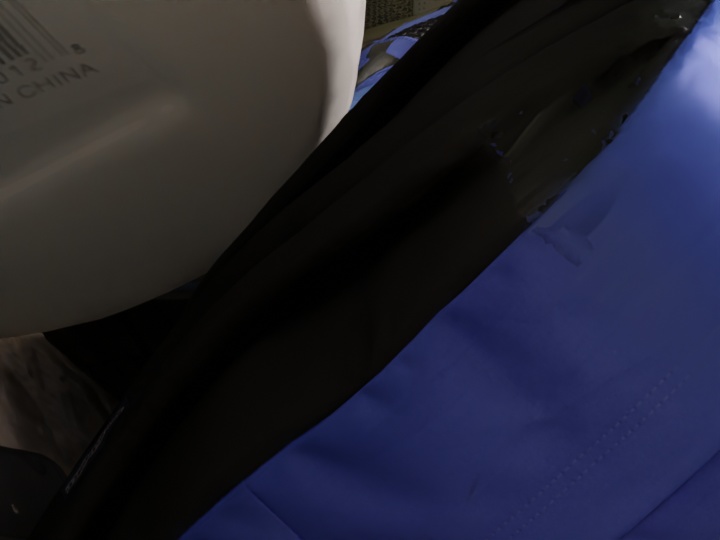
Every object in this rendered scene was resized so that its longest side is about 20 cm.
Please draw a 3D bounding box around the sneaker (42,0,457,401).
[{"bbox_3d":[-0.007,-0.006,0.688,0.075,0.200,0.078,44,54,-13],"label":"sneaker"}]

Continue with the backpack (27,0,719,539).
[{"bbox_3d":[0.051,0.031,0.521,0.168,0.200,0.163,35,29,-10],"label":"backpack"}]

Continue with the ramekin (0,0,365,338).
[{"bbox_3d":[-0.090,-0.072,0.576,0.200,0.200,0.098,36,39,-40],"label":"ramekin"}]

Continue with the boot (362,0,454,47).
[{"bbox_3d":[-0.069,-0.098,0.698,0.155,0.200,0.072,37,54,-42],"label":"boot"}]

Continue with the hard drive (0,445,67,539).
[{"bbox_3d":[-0.092,0.084,0.516,0.140,0.033,0.200,58,18,24],"label":"hard drive"}]
